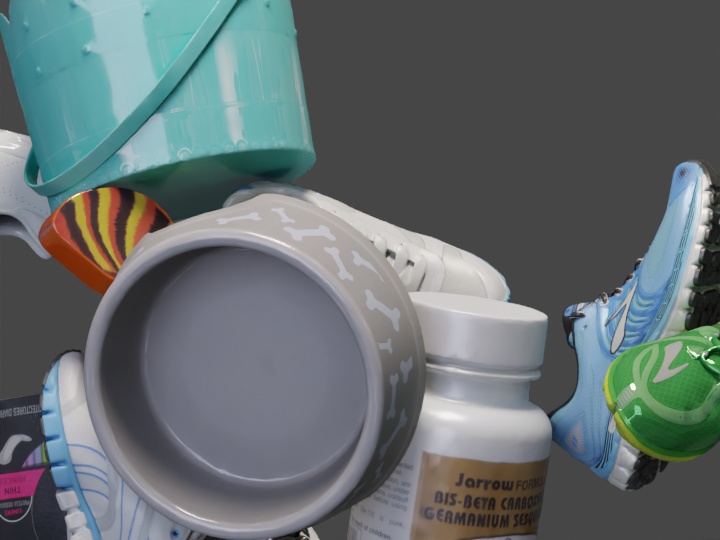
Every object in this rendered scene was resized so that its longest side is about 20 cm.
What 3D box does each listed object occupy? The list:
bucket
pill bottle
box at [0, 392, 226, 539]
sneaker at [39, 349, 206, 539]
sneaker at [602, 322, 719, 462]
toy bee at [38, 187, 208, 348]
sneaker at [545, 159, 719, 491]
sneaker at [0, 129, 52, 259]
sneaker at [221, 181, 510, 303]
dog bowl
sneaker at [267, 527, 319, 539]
[{"bbox_3d":[-0.128,-0.115,1.154,0.206,0.207,0.136,-17,81,20],"label":"bucket"},{"bbox_3d":[0.055,0.119,1.068,0.113,0.114,0.202,11,96,24],"label":"pill bottle"},{"bbox_3d":[-0.162,0.180,1.171,0.121,0.106,0.202,-10,79,20],"label":"box"},{"bbox_3d":[-0.138,0.141,1.083,0.086,0.075,0.202,-17,80,1],"label":"sneaker"},{"bbox_3d":[0.219,0.048,0.989,0.074,0.199,0.084,63,150,26],"label":"sneaker"},{"bbox_3d":[-0.101,0.019,1.103,0.109,0.201,0.130,-43,29,-29],"label":"toy bee"},{"bbox_3d":[0.163,0.025,1.073,0.089,0.078,0.202,21,90,27],"label":"sneaker"},{"bbox_3d":[-0.295,-0.061,1.228,0.198,0.075,0.089,13,62,-8],"label":"sneaker"},{"bbox_3d":[0.000,0.000,1.143,0.199,0.081,0.077,20,89,22],"label":"sneaker"},{"bbox_3d":[-0.065,0.059,1.004,0.198,0.059,0.202,3,101,14],"label":"dog bowl"},{"bbox_3d":[-0.051,0.186,1.086,0.073,0.200,0.081,9,74,-10],"label":"sneaker"}]
